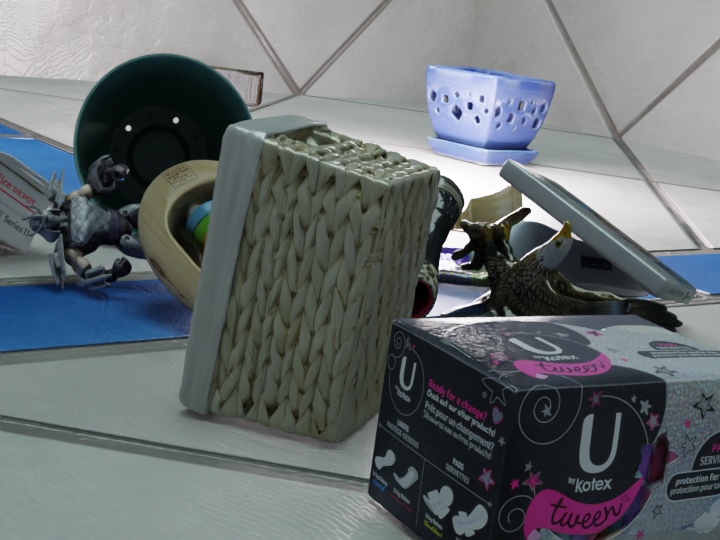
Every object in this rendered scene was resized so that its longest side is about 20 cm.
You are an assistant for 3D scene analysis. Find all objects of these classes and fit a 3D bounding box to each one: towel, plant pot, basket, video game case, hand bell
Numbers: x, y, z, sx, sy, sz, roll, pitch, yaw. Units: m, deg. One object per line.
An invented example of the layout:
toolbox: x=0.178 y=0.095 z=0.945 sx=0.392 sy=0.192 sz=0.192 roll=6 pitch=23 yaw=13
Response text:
towel: x=0.078 y=-0.012 z=1.393 sx=0.197 sy=0.023 sz=0.144 roll=9 pitch=12 yaw=6
plant pot: x=-0.225 y=-0.132 z=1.383 sx=0.197 sy=0.204 sz=0.161 roll=4 pitch=0 yaw=-13
basket: x=-0.031 y=0.005 z=0.851 sx=0.122 sy=0.203 sz=0.135 roll=16 pitch=14 yaw=18
video game case: x=0.244 y=-0.036 z=1.234 sx=0.199 sy=0.024 sz=0.182 roll=40 pitch=12 yaw=21
hand bell: x=0.108 y=-0.063 z=1.545 sx=0.196 sy=0.106 sz=0.104 roll=-3 pitch=11 yaw=9
plant pot: x=0.256 y=-0.315 z=2.489 sx=0.198 sy=0.183 sz=0.198 roll=-6 pitch=18 yaw=-44

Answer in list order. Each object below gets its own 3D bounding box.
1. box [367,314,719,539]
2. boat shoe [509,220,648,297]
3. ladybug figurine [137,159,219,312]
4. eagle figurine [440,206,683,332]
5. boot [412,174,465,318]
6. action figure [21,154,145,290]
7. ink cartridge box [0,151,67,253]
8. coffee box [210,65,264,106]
box: x=0.124 y=0.096 z=0.716 sx=0.197 sy=0.117 sz=0.132 roll=-1 pitch=14 yaw=-31
boat shoe: x=0.226 y=0.001 z=1.335 sx=0.197 sy=0.075 sz=0.066 roll=15 pitch=-26 yaw=-6
ladybug figurine: x=-0.119 y=-0.018 z=1.073 sx=0.135 sy=0.072 sz=0.200 roll=-30 pitch=57 yaw=-18
eagle figurine: x=0.175 y=0.024 z=1.123 sx=0.151 sy=0.152 sz=0.200 roll=-38 pitch=67 yaw=-15
boot: x=0.000 y=-0.001 z=1.145 sx=0.201 sy=0.074 sz=0.155 roll=-23 pitch=31 yaw=27
action figure: x=-0.218 y=-0.040 z=1.139 sx=0.197 sy=0.132 sz=0.069 roll=6 pitch=-16 yaw=-27
ink cartridge box: x=-0.394 y=-0.080 z=1.214 sx=0.198 sy=0.068 sz=0.117 roll=14 pitch=-16 yaw=31
coffee box: x=-0.345 y=-0.467 z=3.051 sx=0.196 sy=0.081 sz=0.114 roll=7 pitch=13 yaw=-2
